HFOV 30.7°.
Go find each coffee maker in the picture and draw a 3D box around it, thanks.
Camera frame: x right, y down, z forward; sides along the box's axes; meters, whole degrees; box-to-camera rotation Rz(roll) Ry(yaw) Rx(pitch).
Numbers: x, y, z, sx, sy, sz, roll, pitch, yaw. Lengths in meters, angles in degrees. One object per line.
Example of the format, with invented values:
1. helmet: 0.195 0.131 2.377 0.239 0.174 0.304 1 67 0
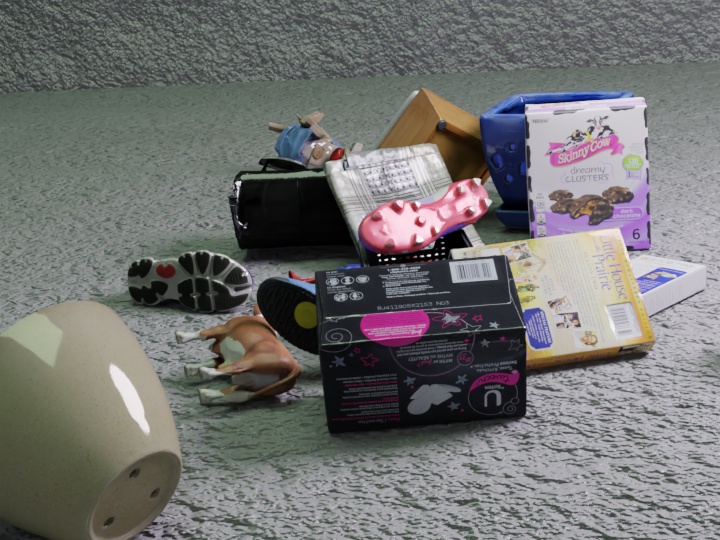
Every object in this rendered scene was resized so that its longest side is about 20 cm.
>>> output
1. coffee maker: -0.082 -0.085 1.914 0.198 0.136 0.192 -3 20 2

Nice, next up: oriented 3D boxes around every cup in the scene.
1. cup: -0.233 0.148 1.098 0.143 0.202 0.199 37 38 28

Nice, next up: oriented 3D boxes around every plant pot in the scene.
1. plant pot: 0.301 -0.164 1.965 0.198 0.182 0.200 1 17 24

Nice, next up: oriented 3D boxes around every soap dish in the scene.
1. soap dish: 0.120 -0.174 2.008 0.199 0.158 0.081 21 22 -44

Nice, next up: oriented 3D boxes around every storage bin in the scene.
1. storage bin: 0.071 0.021 1.561 0.134 0.095 0.200 -6 15 -2

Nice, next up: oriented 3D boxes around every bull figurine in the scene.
1. bull figurine: -0.132 0.091 1.437 0.120 0.066 0.200 -14 16 -16

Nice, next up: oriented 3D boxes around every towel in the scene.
1. towel: 0.061 -0.092 1.842 0.191 0.035 0.201 -12 62 -23

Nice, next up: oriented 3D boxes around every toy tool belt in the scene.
1. toy tool belt: -0.094 -0.226 2.380 0.125 0.123 0.200 -56 25 -8

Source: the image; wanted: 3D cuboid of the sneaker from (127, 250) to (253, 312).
1. sneaker: -0.218 0.005 1.739 0.198 0.082 0.083 5 13 33

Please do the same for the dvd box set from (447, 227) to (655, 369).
1. dvd box set: 0.206 0.032 1.428 0.198 0.148 0.029 -8 -28 -9

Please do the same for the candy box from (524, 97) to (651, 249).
1. candy box: 0.314 -0.131 1.812 0.166 0.202 0.072 -3 16 9

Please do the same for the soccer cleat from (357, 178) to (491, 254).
1. soccer cleat: 0.072 -0.058 1.581 0.199 0.067 0.076 -23 -8 -34

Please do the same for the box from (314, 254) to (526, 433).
1. box: 0.058 0.072 1.301 0.198 0.116 0.133 -4 34 -1

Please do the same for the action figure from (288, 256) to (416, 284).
1. action figure: 0.000 0.000 1.700 0.198 0.066 0.099 -9 26 -14

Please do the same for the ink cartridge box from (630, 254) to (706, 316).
1. ink cartridge box: 0.323 0.025 1.572 0.199 0.037 0.094 -17 20 -42

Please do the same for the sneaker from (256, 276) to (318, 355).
1. sneaker: -0.018 0.058 1.434 0.198 0.066 0.078 22 21 7
